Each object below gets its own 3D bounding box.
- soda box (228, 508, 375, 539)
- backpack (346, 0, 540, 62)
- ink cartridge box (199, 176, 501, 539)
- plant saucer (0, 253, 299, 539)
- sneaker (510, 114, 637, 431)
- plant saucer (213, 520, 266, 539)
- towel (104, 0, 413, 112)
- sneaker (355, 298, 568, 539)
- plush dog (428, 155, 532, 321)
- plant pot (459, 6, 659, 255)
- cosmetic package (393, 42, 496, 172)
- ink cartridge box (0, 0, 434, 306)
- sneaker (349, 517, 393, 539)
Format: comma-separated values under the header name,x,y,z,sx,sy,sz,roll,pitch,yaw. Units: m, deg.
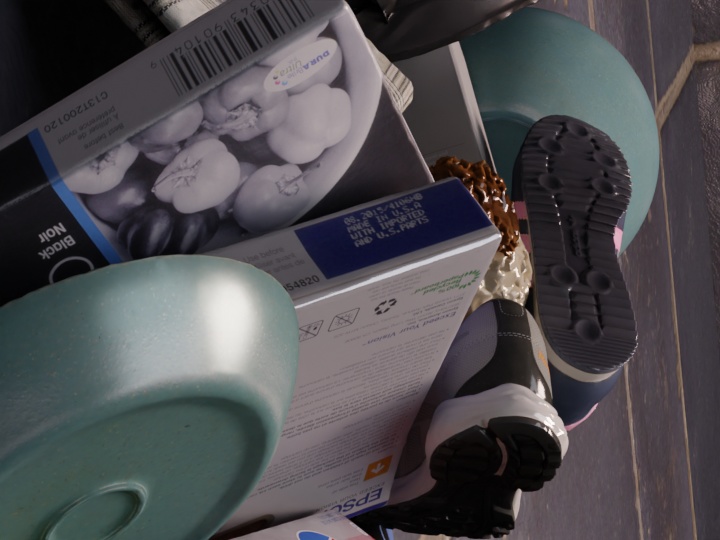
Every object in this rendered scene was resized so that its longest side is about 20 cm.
name,x,y,z,sx,sy,sz,roll,pitch,yaw
soda box,-0.034,0.148,0.732,0.070,0.063,0.200,-57,165,9
backpack,0.031,-0.205,1.013,0.200,0.126,0.167,-38,125,-18
ink cartridge box,-0.055,0.061,0.752,0.041,0.199,0.200,55,-34,28
plant saucer,-0.100,0.075,0.642,0.036,0.200,0.200,55,2,28
sneaker,0.104,0.000,0.986,0.200,0.070,0.082,-81,-170,-46
plant saucer,-0.074,0.220,0.936,0.200,0.036,0.201,-2,90,-71
towel,-0.061,-0.134,0.856,0.200,0.035,0.193,48,25,-2
sneaker,0.049,0.079,0.885,0.200,0.074,0.080,123,-28,-60
plush dog,0.000,0.000,0.917,0.200,0.171,0.161,91,7,-53
plant pot,0.093,-0.066,1.183,0.135,0.199,0.201,-52,138,-75
cosmetic package,0.021,-0.070,1.064,0.090,0.106,0.201,62,14,-52
ink cartridge box,-0.064,-0.004,0.745,0.043,0.198,0.200,58,0,38
sneaker,-0.030,0.160,0.910,0.200,0.070,0.078,-66,153,-53
